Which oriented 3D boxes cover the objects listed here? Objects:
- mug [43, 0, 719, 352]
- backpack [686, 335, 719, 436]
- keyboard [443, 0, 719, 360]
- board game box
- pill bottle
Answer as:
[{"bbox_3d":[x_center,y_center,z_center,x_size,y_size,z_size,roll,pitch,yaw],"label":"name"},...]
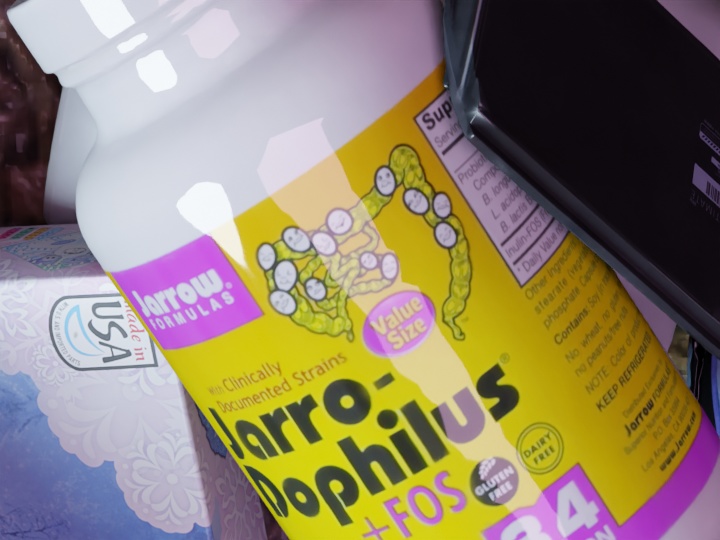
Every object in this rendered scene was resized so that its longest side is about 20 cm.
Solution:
[{"bbox_3d":[0.007,-0.063,0.754,0.174,0.148,0.201,12,71,-4],"label":"mug"},{"bbox_3d":[0.171,0.077,0.783,0.134,0.182,0.202,-4,99,23],"label":"backpack"},{"bbox_3d":[0.091,-0.033,0.657,0.200,0.021,0.128,39,48,-33],"label":"keyboard"},{"bbox_3d":[-0.123,0.087,0.733,0.198,0.043,0.201,-3,112,17],"label":"board game box"},{"bbox_3d":[0.000,0.000,0.627,0.104,0.104,0.201,-35,102,-4],"label":"pill bottle"}]
